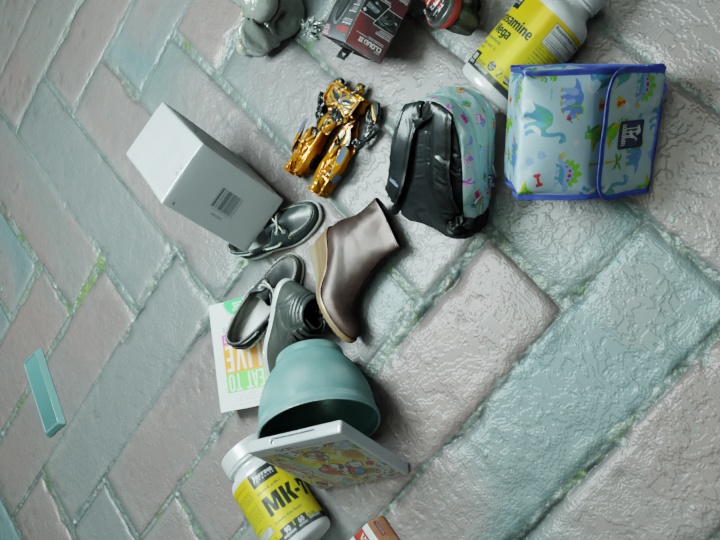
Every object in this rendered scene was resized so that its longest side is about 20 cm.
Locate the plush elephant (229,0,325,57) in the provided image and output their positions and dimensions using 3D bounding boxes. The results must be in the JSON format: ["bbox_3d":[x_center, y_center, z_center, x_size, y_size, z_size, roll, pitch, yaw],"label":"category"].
[{"bbox_3d":[-0.181,-0.478,1.205,0.198,0.154,0.168,24,99,30],"label":"plush elephant"}]

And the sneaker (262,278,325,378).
[{"bbox_3d":[-0.112,0.122,1.154,0.098,0.070,0.204,14,100,47],"label":"sneaker"}]

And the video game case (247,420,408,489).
[{"bbox_3d":[-0.048,0.298,1.055,0.179,0.200,0.023,-19,49,28],"label":"video game case"}]

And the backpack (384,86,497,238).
[{"bbox_3d":[0.125,-0.167,0.990,0.165,0.126,0.203,21,129,36],"label":"backpack"}]

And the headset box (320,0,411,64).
[{"bbox_3d":[0.017,-0.439,1.093,0.202,0.076,0.149,-61,28,13],"label":"headset box"}]

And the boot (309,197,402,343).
[{"bbox_3d":[0.000,0.000,1.111,0.165,0.072,0.203,-31,68,28],"label":"boot"}]

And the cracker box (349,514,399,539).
[{"bbox_3d":[0.001,0.520,1.084,0.201,0.057,0.134,-49,65,18],"label":"cracker box"}]

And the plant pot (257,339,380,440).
[{"bbox_3d":[-0.076,0.200,1.090,0.199,0.199,0.136,-34,48,24],"label":"plant pot"}]

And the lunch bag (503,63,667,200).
[{"bbox_3d":[0.299,-0.187,0.890,0.195,0.128,0.174,0,111,1],"label":"lunch bag"}]

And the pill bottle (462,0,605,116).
[{"bbox_3d":[0.250,-0.331,0.960,0.201,0.112,0.113,-49,65,18],"label":"pill bottle"}]

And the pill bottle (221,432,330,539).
[{"bbox_3d":[-0.151,0.391,1.152,0.115,0.114,0.200,-50,65,18],"label":"pill bottle"}]

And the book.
[{"bbox_3d":[-0.210,0.153,1.248,0.131,0.048,0.204,-15,78,23],"label":"book"}]

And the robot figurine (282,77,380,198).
[{"bbox_3d":[-0.049,-0.238,1.165,0.144,0.058,0.202,38,106,26],"label":"robot figurine"}]

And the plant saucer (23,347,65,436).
[{"bbox_3d":[-0.754,0.289,1.580,0.070,0.019,0.202,-37,70,24],"label":"plant saucer"}]

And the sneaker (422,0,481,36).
[{"bbox_3d":[0.141,-0.443,1.059,0.071,0.096,0.203,-47,40,39],"label":"sneaker"}]

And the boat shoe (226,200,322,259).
[{"bbox_3d":[-0.159,-0.072,1.219,0.198,0.060,0.077,-30,72,26],"label":"boat shoe"}]

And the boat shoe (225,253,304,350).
[{"bbox_3d":[-0.173,0.054,1.194,0.074,0.060,0.201,38,89,12],"label":"boat shoe"}]

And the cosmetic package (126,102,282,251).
[{"bbox_3d":[-0.277,-0.166,1.182,0.124,0.199,0.200,-52,48,4],"label":"cosmetic package"}]
